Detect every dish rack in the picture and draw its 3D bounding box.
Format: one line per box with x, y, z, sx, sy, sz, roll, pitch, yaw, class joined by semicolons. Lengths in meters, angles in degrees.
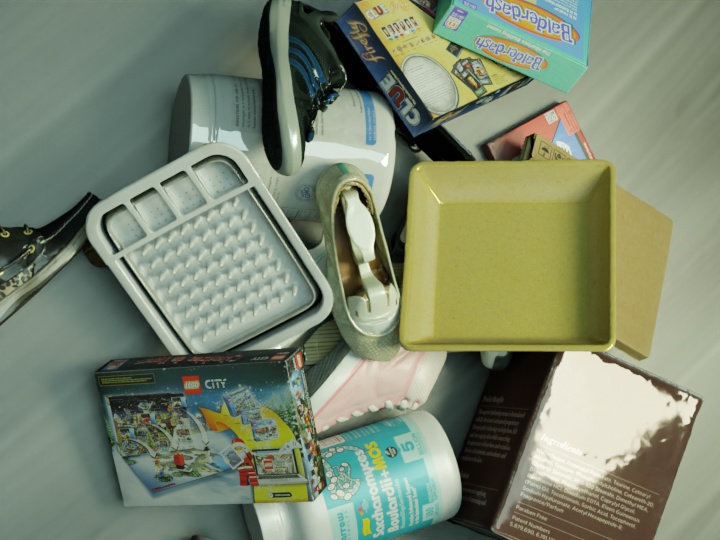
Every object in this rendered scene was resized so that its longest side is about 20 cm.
-0.135;-0.014;1.538;0.171;0.044;0.201;-27;111;16;dish rack

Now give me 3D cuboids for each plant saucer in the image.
0.142;-0.006;1.591;0.198;0.049;0.201;0;63;9;plant saucer

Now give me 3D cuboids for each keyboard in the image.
0.036;-0.179;1.660;0.200;0.104;0.040;45;74;-8;keyboard

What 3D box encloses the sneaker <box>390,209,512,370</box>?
0.089;0.005;1.676;0.114;0.076;0.202;-6;78;-7;sneaker

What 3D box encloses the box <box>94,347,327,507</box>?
-0.139;0.146;1.555;0.199;0.038;0.138;-4;105;22;box

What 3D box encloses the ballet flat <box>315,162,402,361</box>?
0.000;0.000;1.555;0.067;0.062;0.201;-20;107;-12;ballet flat

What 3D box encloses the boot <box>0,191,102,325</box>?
-0.349;-0.038;1.562;0.200;0.073;0.151;-43;99;-8;boot

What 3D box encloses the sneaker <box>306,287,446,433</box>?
0.003;0.121;1.645;0.200;0.075;0.105;-46;107;-7;sneaker

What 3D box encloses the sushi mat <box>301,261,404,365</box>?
0.033;0.040;1.694;0.198;0.012;0.096;-4;89;-16;sushi mat

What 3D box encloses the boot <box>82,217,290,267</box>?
-0.164;-0.008;1.592;0.198;0.074;0.076;-3;86;2;boot

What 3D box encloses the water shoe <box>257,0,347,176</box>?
-0.048;-0.172;1.530;0.078;0.072;0.201;4;54;-13;water shoe

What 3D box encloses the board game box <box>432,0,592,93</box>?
0.157;-0.286;1.677;0.151;0.045;0.201;23;48;-13;board game box

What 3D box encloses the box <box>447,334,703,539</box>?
0.203;0.185;1.656;0.163;0.166;0.201;24;82;-13;box

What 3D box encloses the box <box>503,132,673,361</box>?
0.229;-0.023;1.698;0.199;0.021;0.164;29;62;-27;box

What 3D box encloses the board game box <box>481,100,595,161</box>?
0.214;-0.063;1.747;0.103;0.019;0.201;-29;95;-14;board game box

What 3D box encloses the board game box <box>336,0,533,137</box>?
0.082;-0.220;1.644;0.200;0.035;0.136;-27;81;-46;board game box

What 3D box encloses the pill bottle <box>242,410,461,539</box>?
-0.011;0.213;1.623;0.199;0.111;0.112;-17;92;-16;pill bottle

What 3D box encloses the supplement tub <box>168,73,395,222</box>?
-0.076;-0.115;1.610;0.198;0.132;0.133;6;86;-15;supplement tub

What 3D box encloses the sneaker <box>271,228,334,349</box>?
-0.074;0.036;1.636;0.200;0.070;0.080;-37;80;-6;sneaker

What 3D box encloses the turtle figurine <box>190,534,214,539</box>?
-0.150;0.360;1.589;0.149;0.101;0.201;25;75;-13;turtle figurine
